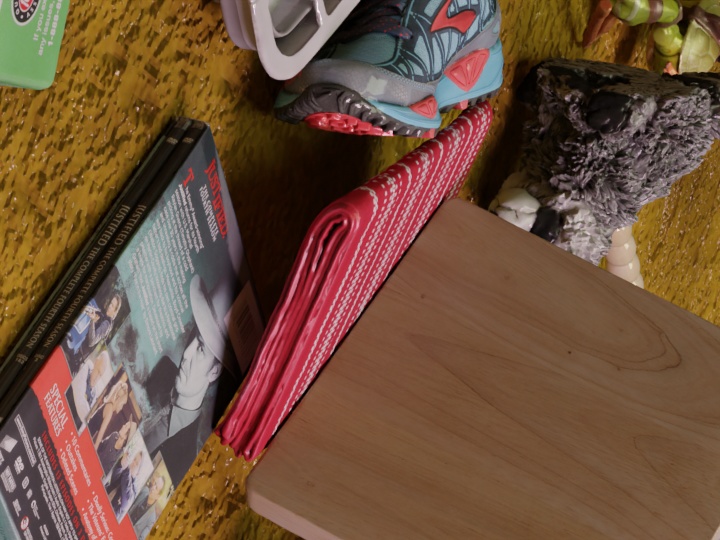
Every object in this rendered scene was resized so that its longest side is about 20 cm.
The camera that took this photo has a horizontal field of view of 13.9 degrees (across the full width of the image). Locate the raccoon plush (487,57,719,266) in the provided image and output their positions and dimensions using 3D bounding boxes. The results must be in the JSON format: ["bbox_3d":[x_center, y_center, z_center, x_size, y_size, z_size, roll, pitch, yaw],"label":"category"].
[{"bbox_3d":[0.159,-0.041,1.649,0.097,0.200,0.134,-135,-128,-66],"label":"raccoon plush"}]

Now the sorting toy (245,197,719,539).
[{"bbox_3d":[0.079,0.093,1.413,0.199,0.200,0.070,-54,163,-31],"label":"sorting toy"}]

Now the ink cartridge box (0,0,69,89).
[{"bbox_3d":[-0.172,-0.145,0.977,0.200,0.084,0.146,6,97,-65],"label":"ink cartridge box"}]

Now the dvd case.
[{"bbox_3d":[-0.104,0.051,1.298,0.200,0.022,0.146,-58,150,-33],"label":"dvd case"}]

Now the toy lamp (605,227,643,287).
[{"bbox_3d":[0.153,-0.024,1.767,0.058,0.058,0.200,-61,154,-30],"label":"toy lamp"}]

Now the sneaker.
[{"bbox_3d":[0.012,-0.120,1.410,0.200,0.079,0.096,-38,131,-67],"label":"sneaker"}]

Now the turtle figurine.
[{"bbox_3d":[0.194,-0.155,1.774,0.161,0.064,0.200,-67,154,-19],"label":"turtle figurine"}]

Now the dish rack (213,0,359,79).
[{"bbox_3d":[-0.029,-0.204,1.301,0.172,0.044,0.200,-53,147,-40],"label":"dish rack"}]

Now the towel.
[{"bbox_3d":[0.000,0.000,1.418,0.145,0.022,0.200,-64,169,25],"label":"towel"}]
